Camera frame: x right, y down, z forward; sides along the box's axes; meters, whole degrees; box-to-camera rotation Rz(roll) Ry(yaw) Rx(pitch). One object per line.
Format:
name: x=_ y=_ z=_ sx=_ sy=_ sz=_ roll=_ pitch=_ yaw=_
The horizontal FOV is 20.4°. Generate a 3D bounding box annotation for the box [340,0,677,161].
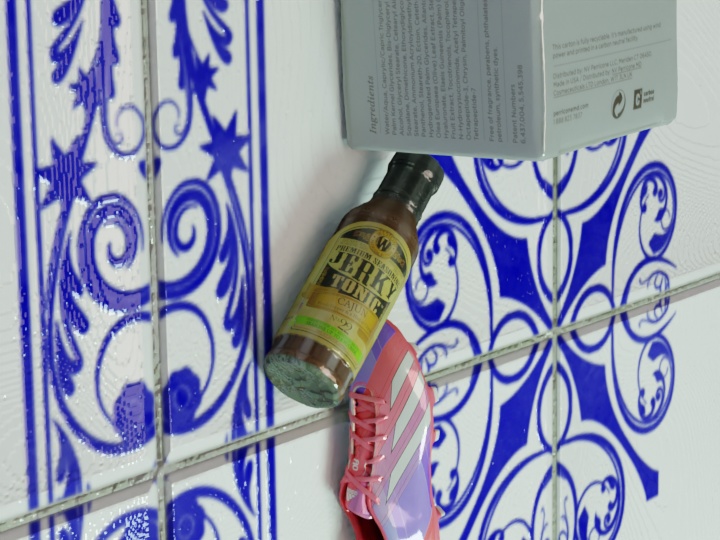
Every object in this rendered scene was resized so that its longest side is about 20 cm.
box: x=0.107 y=-0.191 z=1.425 sx=0.199 sy=0.171 sz=0.200 roll=-19 pitch=111 yaw=-52

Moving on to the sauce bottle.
sauce bottle: x=0.000 y=0.000 z=1.401 sx=0.065 sy=0.065 sz=0.200 roll=55 pitch=51 yaw=-43

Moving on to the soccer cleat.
soccer cleat: x=0.015 y=0.134 z=1.447 sx=0.076 sy=0.067 sz=0.200 roll=-19 pitch=110 yaw=-34
